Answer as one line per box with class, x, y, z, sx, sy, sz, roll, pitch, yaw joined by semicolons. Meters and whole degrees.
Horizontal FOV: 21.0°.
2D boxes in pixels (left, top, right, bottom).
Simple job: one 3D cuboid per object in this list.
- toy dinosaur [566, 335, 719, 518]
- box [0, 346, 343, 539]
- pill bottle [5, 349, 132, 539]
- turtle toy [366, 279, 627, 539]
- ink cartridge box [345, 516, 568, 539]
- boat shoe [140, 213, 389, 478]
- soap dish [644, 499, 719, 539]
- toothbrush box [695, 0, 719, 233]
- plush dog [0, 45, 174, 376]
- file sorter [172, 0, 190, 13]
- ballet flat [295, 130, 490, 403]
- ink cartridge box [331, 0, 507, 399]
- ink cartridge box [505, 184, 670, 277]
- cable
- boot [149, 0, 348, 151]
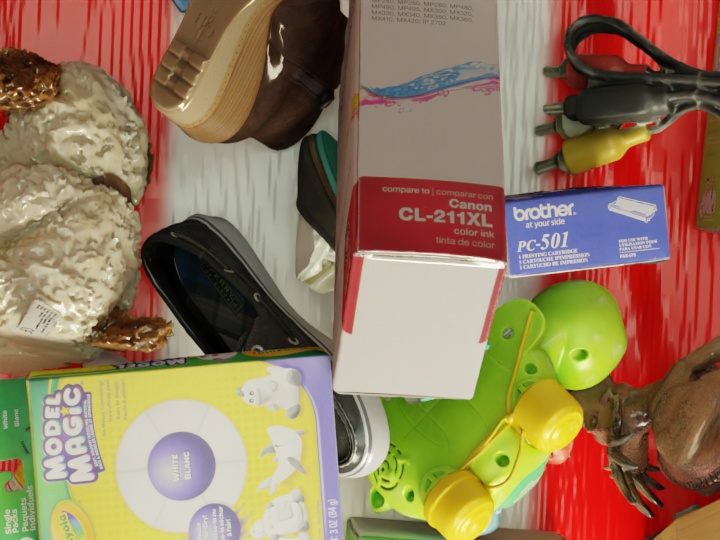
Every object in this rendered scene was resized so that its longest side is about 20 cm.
toy dinosaur;0.200;0.098;1.168;0.135;0.200;0.086;-36;99;0
box;-0.112;0.109;1.102;0.198;0.048;0.119;-5;92;-5
pill bottle;-0.167;0.159;1.176;0.111;0.111;0.201;32;89;-6
turtle toy;0.081;0.080;1.198;0.200;0.101;0.146;-44;55;-2
ink cartridge box;0.055;0.264;1.214;0.144;0.084;0.202;5;91;-6
boat shoe;-0.063;0.047;1.168;0.070;0.066;0.201;-48;69;32
soap dish;0.252;0.168;1.183;0.156;0.200;0.082;-24;77;-4
toothbrush box;0.301;-0.117;1.230;0.144;0.086;0.202;7;89;-6
plush dog;-0.174;-0.039;1.128;0.159;0.200;0.174;2;72;20
file sorter;-0.108;-0.281;1.164;0.138;0.123;0.201;-35;95;-3
ballet flat;0.000;0.000;1.176;0.068;0.068;0.201;-43;55;12
ink cartridge box;0.030;-0.052;1.080;0.082;0.146;0.202;3;58;-3
ink cartridge box;0.113;-0.025;1.154;0.093;0.200;0.045;-6;93;-6
cable;0.197;-0.110;1.198;0.198;0.050;0.098;0;78;24
boot;-0.035;-0.160;1.143;0.072;0.166;0.201;41;103;18
